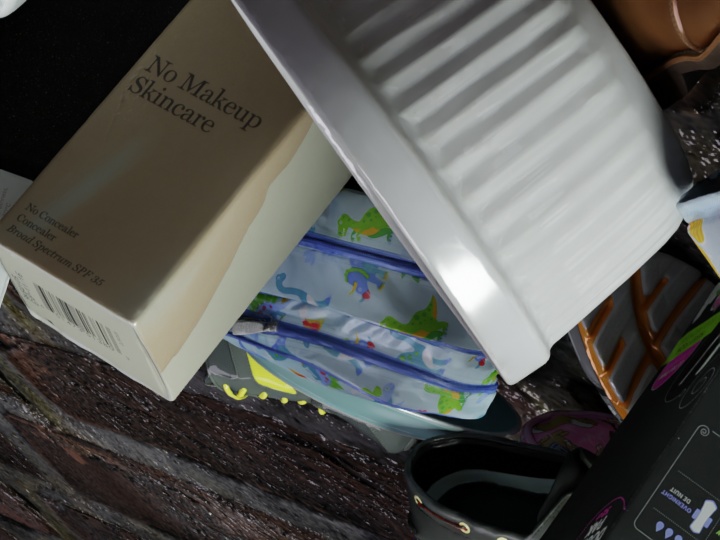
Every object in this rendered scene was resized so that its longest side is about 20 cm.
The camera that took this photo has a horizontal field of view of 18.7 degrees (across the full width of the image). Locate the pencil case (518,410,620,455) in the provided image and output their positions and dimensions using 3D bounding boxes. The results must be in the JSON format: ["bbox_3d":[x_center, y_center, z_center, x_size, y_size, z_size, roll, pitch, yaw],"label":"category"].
[{"bbox_3d":[0.114,0.181,1.245,0.083,0.200,0.087,13,-159,6],"label":"pencil case"}]

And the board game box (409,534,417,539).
[{"bbox_3d":[0.080,0.286,1.417,0.200,0.200,0.200,37,-174,2],"label":"board game box"}]

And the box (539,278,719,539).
[{"bbox_3d":[0.174,0.090,0.915,0.124,0.200,0.149,37,161,0],"label":"box"}]

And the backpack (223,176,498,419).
[{"bbox_3d":[0.000,0.000,1.116,0.200,0.154,0.163,-4,164,41],"label":"backpack"}]

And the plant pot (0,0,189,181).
[{"bbox_3d":[-0.193,-0.113,1.134,0.177,0.200,0.200,26,161,-3],"label":"plant pot"}]

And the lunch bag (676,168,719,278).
[{"bbox_3d":[0.204,0.017,0.748,0.170,0.127,0.200,63,161,1],"label":"lunch bag"}]

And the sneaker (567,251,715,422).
[{"bbox_3d":[0.154,0.060,1.073,0.200,0.078,0.077,47,163,-28],"label":"sneaker"}]

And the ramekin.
[{"bbox_3d":[0.041,-0.066,0.853,0.200,0.105,0.200,54,180,-1],"label":"ramekin"}]

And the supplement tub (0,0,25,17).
[{"bbox_3d":[-0.204,-0.220,0.989,0.200,0.123,0.123,40,160,-5],"label":"supplement tub"}]

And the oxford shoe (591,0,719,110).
[{"bbox_3d":[0.117,-0.114,0.757,0.071,0.071,0.200,42,162,-1],"label":"oxford shoe"}]

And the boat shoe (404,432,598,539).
[{"bbox_3d":[0.113,0.131,1.137,0.201,0.074,0.063,8,133,30],"label":"boat shoe"}]

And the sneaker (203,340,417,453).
[{"bbox_3d":[-0.051,0.055,1.377,0.200,0.085,0.074,40,-178,6],"label":"sneaker"}]

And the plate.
[{"bbox_3d":[-0.002,0.056,1.255,0.200,0.026,0.200,24,-170,-5],"label":"plate"}]

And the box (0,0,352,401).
[{"bbox_3d":[-0.069,-0.051,1.018,0.095,0.200,0.078,28,158,24],"label":"box"}]

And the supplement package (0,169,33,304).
[{"bbox_3d":[-0.272,-0.009,1.032,0.200,0.118,0.117,19,162,-15],"label":"supplement package"}]
